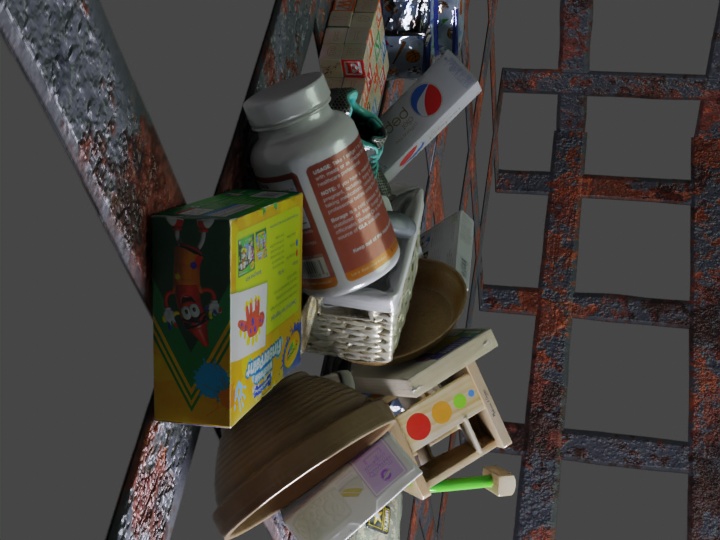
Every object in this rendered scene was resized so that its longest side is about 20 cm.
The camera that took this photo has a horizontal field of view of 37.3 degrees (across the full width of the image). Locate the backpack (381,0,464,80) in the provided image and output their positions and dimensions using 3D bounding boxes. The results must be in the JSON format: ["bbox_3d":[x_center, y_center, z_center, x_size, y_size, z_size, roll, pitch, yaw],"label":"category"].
[{"bbox_3d":[0.075,-0.369,1.520,0.201,0.152,0.192,-76,175,-50],"label":"backpack"}]

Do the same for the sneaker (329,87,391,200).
[{"bbox_3d":[-0.004,-0.135,1.210,0.200,0.090,0.079,47,45,-46],"label":"sneaker"}]

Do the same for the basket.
[{"bbox_3d":[0.000,0.000,1.302,0.124,0.133,0.201,86,16,-44],"label":"basket"}]

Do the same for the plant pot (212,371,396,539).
[{"bbox_3d":[-0.071,0.164,1.026,0.093,0.200,0.201,54,5,13],"label":"plant pot"}]

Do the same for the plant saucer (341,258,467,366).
[{"bbox_3d":[0.045,0.060,1.366,0.201,0.197,0.036,-72,148,-49],"label":"plant saucer"}]

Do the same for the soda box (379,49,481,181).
[{"bbox_3d":[0.075,-0.207,1.477,0.200,0.064,0.068,-44,171,7],"label":"soda box"}]

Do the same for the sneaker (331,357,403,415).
[{"bbox_3d":[0.042,0.107,1.493,0.077,0.144,0.205,-14,-119,64],"label":"sneaker"}]

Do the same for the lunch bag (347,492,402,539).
[{"bbox_3d":[-0.003,0.340,1.434,0.201,0.116,0.166,73,21,-64],"label":"lunch bag"}]

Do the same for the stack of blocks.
[{"bbox_3d":[-0.014,-0.230,1.329,0.116,0.058,0.202,78,20,-53],"label":"stack of blocks"}]

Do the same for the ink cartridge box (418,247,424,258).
[{"bbox_3d":[0.026,-0.065,1.456,0.050,0.109,0.200,-43,159,-6],"label":"ink cartridge box"}]

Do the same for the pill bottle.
[{"bbox_3d":[-0.041,-0.085,1.052,0.112,0.111,0.202,-63,136,-61],"label":"pill bottle"}]

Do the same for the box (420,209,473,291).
[{"bbox_3d":[0.079,0.012,1.562,0.036,0.199,0.145,41,38,-26],"label":"box"}]

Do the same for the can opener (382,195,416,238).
[{"bbox_3d":[-0.020,-0.062,1.175,0.198,0.066,0.054,0,84,-46],"label":"can opener"}]

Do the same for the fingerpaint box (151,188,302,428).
[{"bbox_3d":[-0.111,0.024,0.924,0.200,0.072,0.170,-39,132,-73],"label":"fingerpaint box"}]

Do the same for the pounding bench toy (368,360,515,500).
[{"bbox_3d":[0.097,0.231,1.364,0.202,0.155,0.124,64,-17,-7],"label":"pounding bench toy"}]

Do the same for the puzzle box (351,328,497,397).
[{"bbox_3d":[0.073,0.116,1.355,0.026,0.132,0.200,64,-22,-7],"label":"puzzle box"}]

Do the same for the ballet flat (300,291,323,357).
[{"bbox_3d":[-0.068,0.012,1.156,0.068,0.067,0.202,61,31,-43],"label":"ballet flat"}]

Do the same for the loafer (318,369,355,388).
[{"bbox_3d":[-0.053,0.198,1.315,0.072,0.062,0.202,-110,-155,-44],"label":"loafer"}]

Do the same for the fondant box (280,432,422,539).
[{"bbox_3d":[-0.016,0.243,1.176,0.144,0.058,0.200,-39,179,-9],"label":"fondant box"}]
